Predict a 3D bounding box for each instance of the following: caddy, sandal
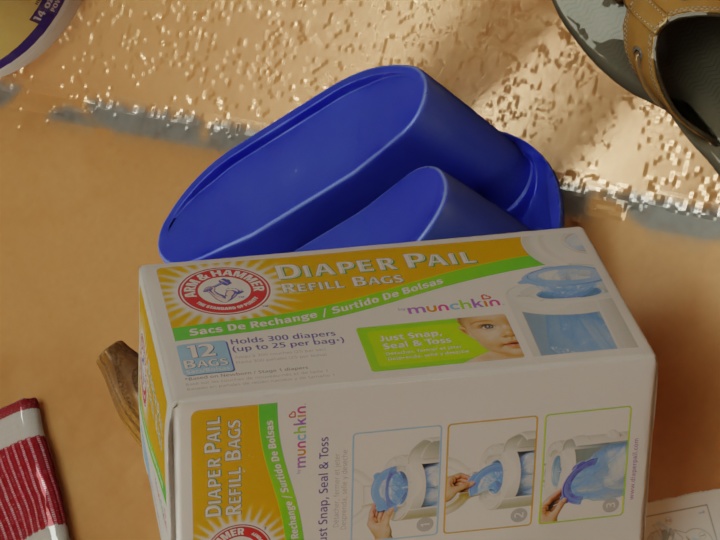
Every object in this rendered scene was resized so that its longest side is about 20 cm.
[{"bbox_3d":[0.000,0.000,1.196,0.199,0.105,0.142,-30,43,22],"label":"caddy"},{"bbox_3d":[0.153,-0.089,1.149,0.082,0.054,0.201,-42,63,16],"label":"sandal"}]

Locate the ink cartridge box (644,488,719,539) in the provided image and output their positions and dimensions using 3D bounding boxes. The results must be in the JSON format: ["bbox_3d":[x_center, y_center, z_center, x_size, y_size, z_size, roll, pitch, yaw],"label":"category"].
[{"bbox_3d":[0.100,0.186,1.095,0.057,0.198,0.164,129,130,-63],"label":"ink cartridge box"}]

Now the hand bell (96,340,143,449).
[{"bbox_3d":[-0.053,0.112,1.171,0.104,0.104,0.200,-43,79,16],"label":"hand bell"}]

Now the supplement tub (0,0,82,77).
[{"bbox_3d":[-0.245,-0.186,1.313,0.144,0.200,0.147,-6,78,29],"label":"supplement tub"}]

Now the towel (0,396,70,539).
[{"bbox_3d":[-0.203,0.182,1.322,0.143,0.023,0.201,-24,69,23],"label":"towel"}]

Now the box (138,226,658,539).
[{"bbox_3d":[0.010,0.059,1.070,0.113,0.198,0.102,-114,21,-57],"label":"box"}]
